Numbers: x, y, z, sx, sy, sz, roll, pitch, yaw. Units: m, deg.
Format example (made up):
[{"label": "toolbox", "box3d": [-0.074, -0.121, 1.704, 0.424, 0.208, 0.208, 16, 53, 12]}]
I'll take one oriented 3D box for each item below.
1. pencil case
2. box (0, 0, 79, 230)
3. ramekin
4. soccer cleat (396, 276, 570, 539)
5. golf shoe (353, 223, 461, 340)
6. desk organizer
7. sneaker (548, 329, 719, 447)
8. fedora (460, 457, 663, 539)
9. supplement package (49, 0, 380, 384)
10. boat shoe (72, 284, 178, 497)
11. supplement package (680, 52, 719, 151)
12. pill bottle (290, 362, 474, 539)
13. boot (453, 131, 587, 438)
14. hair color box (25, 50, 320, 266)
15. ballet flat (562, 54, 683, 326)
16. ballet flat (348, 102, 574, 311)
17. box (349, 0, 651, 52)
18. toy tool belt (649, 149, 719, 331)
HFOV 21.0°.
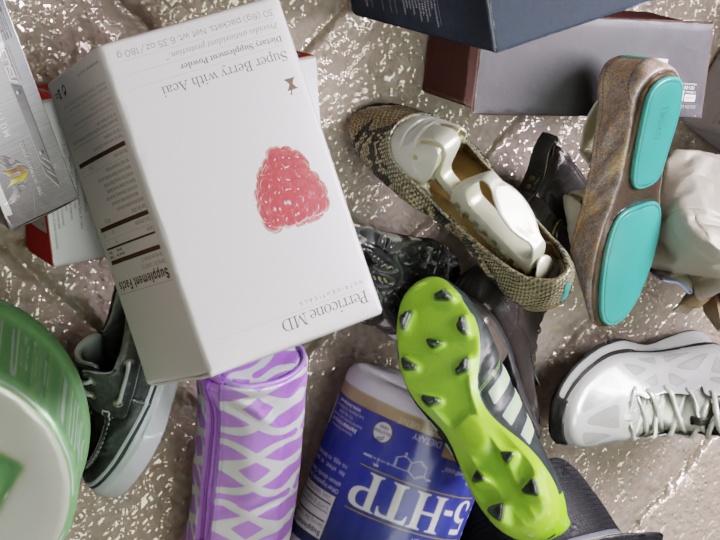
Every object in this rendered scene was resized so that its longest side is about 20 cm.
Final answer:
[{"label": "pencil case", "box3d": [-0.086, 0.135, 1.336, 0.085, 0.084, 0.201, -18, 125, -39]}, {"label": "box", "box3d": [-0.246, -0.136, 1.156, 0.048, 0.158, 0.201, -26, 115, -19]}, {"label": "ramekin", "box3d": [-0.267, 0.120, 1.215, 0.199, 0.098, 0.201, -3, 111, -9]}, {"label": "soccer cleat", "box3d": [0.081, 0.097, 1.318, 0.067, 0.200, 0.081, -30, 153, 12]}, {"label": "golf shoe", "box3d": [0.000, 0.000, 1.378, 0.200, 0.094, 0.078, 28, 80, -56]}, {"label": "desk organizer", "box3d": [0.150, -0.154, 1.409, 0.199, 0.077, 0.072, -1, 105, -28]}, {"label": "sneaker", "box3d": [0.243, 0.099, 1.482, 0.200, 0.115, 0.076, -16, 116, -38]}, {"label": "fedora", "box3d": [0.130, 0.196, 1.458, 0.200, 0.201, 0.092, -11, 73, -25]}, {"label": "supplement package", "box3d": [-0.090, -0.045, 1.180, 0.121, 0.120, 0.201, -20, 93, -25]}, {"label": "boat shoe", "box3d": [-0.159, 0.060, 1.292, 0.071, 0.072, 0.201, 12, 114, -25]}, {"label": "supplement package", "box3d": [0.375, -0.107, 1.516, 0.200, 0.121, 0.120, 33, 87, -30]}, {"label": "pill bottle", "box3d": [0.014, 0.179, 1.403, 0.119, 0.120, 0.201, 17, 95, -30]}, {"label": "boot", "box3d": [0.132, 0.017, 1.446, 0.174, 0.069, 0.200, -56, 147, -24]}, {"label": "hair color box", "box3d": [-0.125, -0.078, 1.291, 0.199, 0.064, 0.111, -11, 107, -24]}, {"label": "ballet flat", "box3d": [0.180, -0.060, 1.381, 0.068, 0.067, 0.201, -9, 119, -42]}, {"label": "ballet flat", "box3d": [0.075, -0.056, 1.339, 0.068, 0.075, 0.200, -42, 80, -19]}, {"label": "box", "box3d": [0.092, -0.227, 1.287, 0.148, 0.200, 0.107, -20, 112, -22]}, {"label": "toy tool belt", "box3d": [0.286, -0.014, 1.464, 0.199, 0.123, 0.125, 17, 56, -21]}]
